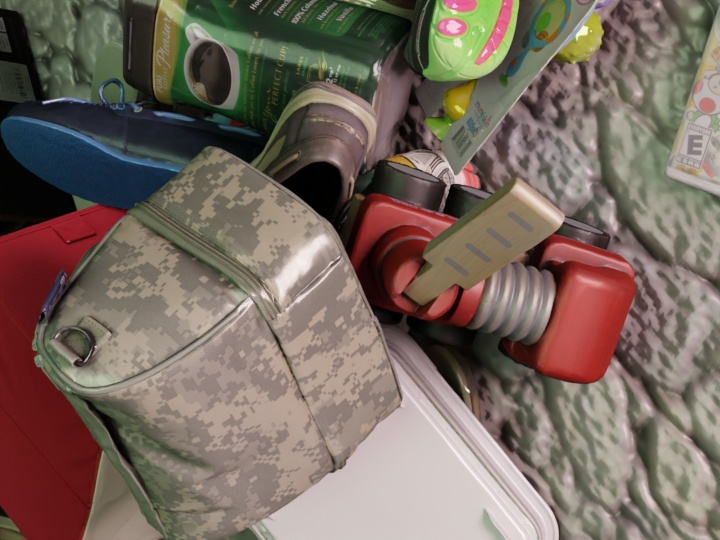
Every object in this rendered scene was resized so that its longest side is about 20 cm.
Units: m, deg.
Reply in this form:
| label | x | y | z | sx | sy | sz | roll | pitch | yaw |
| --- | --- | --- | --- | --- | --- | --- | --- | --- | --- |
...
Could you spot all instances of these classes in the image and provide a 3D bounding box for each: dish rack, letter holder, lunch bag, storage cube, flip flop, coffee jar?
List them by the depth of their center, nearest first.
| label | x | y | z | sx | sy | sz | roll | pitch | yaw |
| --- | --- | --- | --- | --- | --- | --- | --- | --- | --- |
| lunch bag | -0.088 | 0.053 | 0.911 | 0.139 | 0.201 | 0.168 | 31 | 65 | 34 |
| dish rack | 0.013 | 0.156 | 1.023 | 0.171 | 0.044 | 0.200 | -41 | 86 | 11 |
| coffee jar | -0.066 | -0.145 | 1.047 | 0.198 | 0.085 | 0.105 | 21 | 131 | 13 |
| flip flop | 0.006 | 0.126 | 1.078 | 0.200 | 0.057 | 0.082 | -40 | 66 | 29 |
| storage cube | -0.176 | 0.078 | 1.114 | 0.180 | 0.199 | 0.172 | 44 | 134 | 26 |
| letter holder | -0.346 | -0.106 | 1.326 | 0.142 | 0.100 | 0.202 | -29 | 71 | 34 |

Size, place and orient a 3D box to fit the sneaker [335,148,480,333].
| label | x | y | z | sx | sy | sz | roll | pitch | yaw |
| --- | --- | --- | --- | --- | --- | --- | --- | --- | --- |
| sneaker | 0.000 | 0.000 | 1.072 | 0.078 | 0.082 | 0.201 | 39 | 111 | 31 |

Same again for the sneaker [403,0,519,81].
| label | x | y | z | sx | sy | sz | roll | pitch | yaw |
| --- | --- | --- | --- | --- | --- | --- | --- | --- | --- |
| sneaker | 0.074 | -0.209 | 0.998 | 0.083 | 0.076 | 0.201 | -12 | 48 | 57 |

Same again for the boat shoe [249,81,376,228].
| label | x | y | z | sx | sy | sz | roll | pitch | yaw |
| --- | --- | --- | --- | --- | --- | --- | --- | --- | --- |
| boat shoe | -0.053 | -0.034 | 1.009 | 0.074 | 0.074 | 0.201 | 21 | 136 | -6 |

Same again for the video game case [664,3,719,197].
| label | x | y | z | sx | sy | sz | roll | pitch | yaw |
| --- | --- | --- | --- | --- | --- | --- | --- | --- | --- |
| video game case | 0.290 | -0.110 | 0.896 | 0.199 | 0.023 | 0.184 | 24 | 102 | 35 |

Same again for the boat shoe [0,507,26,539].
| label | x | y | z | sx | sy | sz | roll | pitch | yaw |
| --- | --- | --- | --- | --- | --- | --- | --- | --- | --- |
| boat shoe | -0.255 | 0.233 | 1.260 | 0.198 | 0.072 | 0.069 | 8 | 92 | 37 |

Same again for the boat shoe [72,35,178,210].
| label | x | y | z | sx | sy | sz | roll | pitch | yaw |
| --- | --- | --- | --- | --- | --- | --- | --- | --- | --- |
| boat shoe | -0.174 | -0.105 | 1.211 | 0.070 | 0.071 | 0.202 | 49 | 141 | 21 |

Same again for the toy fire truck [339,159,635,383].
| label | x | y | z | sx | sy | sz | roll | pitch | yaw |
| --- | --- | --- | --- | --- | --- | --- | --- | --- | --- |
| toy fire truck | 0.086 | 0.002 | 0.908 | 0.200 | 0.174 | 0.130 | -118 | 46 | -74 |

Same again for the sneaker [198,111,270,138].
| label | x | y | z | sx | sy | sz | roll | pitch | yaw |
| --- | --- | --- | --- | --- | --- | --- | --- | --- | --- |
| sneaker | -0.093 | -0.069 | 1.148 | 0.199 | 0.079 | 0.096 | -26 | 75 | 33 |

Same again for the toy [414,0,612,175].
| label | x | y | z | sx | sy | sz | roll | pitch | yaw |
| --- | --- | --- | --- | --- | --- | --- | --- | --- | --- |
| toy | 0.121 | -0.155 | 0.998 | 0.200 | 0.047 | 0.116 | -47 | 31 | 18 |

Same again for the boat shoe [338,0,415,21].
| label | x | y | z | sx | sy | sz | roll | pitch | yaw |
| --- | --- | --- | --- | --- | --- | --- | --- | --- | --- |
| boat shoe | -0.042 | -0.177 | 1.120 | 0.199 | 0.071 | 0.077 | 18 | 97 | 42 |

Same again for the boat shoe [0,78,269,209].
| label | x | y | z | sx | sy | sz | roll | pitch | yaw |
| --- | --- | --- | --- | --- | --- | --- | --- | --- | --- |
| boat shoe | -0.155 | -0.084 | 1.107 | 0.198 | 0.069 | 0.085 | 18 | 144 | 8 |
